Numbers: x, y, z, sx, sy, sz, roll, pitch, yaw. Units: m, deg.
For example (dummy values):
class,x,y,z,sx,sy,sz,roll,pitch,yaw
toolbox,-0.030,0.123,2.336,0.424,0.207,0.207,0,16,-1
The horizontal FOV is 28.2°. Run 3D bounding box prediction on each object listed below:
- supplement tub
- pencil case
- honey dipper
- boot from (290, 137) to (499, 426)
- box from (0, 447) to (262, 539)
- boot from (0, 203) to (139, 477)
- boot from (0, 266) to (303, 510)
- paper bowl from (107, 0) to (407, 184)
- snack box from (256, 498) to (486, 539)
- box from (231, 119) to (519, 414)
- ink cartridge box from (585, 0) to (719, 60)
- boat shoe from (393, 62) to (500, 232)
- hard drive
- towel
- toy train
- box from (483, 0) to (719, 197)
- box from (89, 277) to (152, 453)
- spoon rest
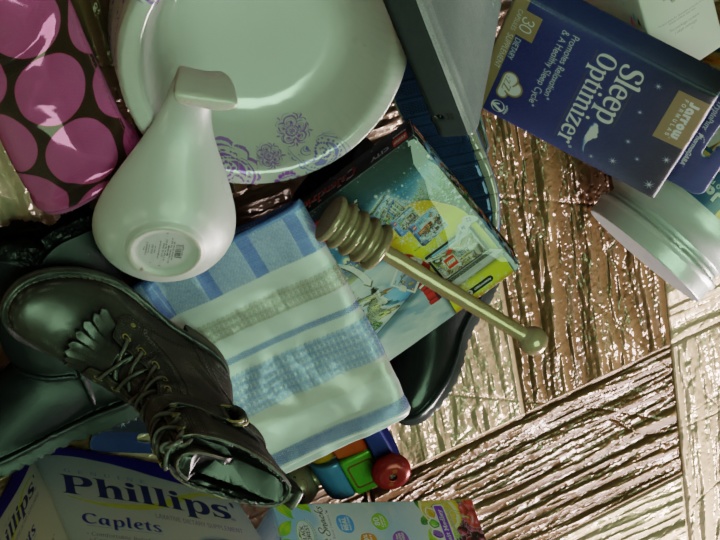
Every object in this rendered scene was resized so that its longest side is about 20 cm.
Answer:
class,x,y,z,sx,sy,sz,roll,pitch,yaw
supplement tub,0.308,-0.088,1.223,0.200,0.145,0.145,-50,126,3
pencil case,-0.216,-0.139,0.956,0.094,0.091,0.200,-26,127,-9
honey dipper,0.057,0.012,1.052,0.200,0.038,0.038,32,98,-18
boot,0.015,0.009,1.150,0.200,0.066,0.165,43,64,-40
box,-0.172,0.236,1.102,0.184,0.200,0.105,16,106,-33
boot,-0.255,0.053,1.044,0.200,0.076,0.168,-21,115,-4
boot,-0.138,0.079,0.953,0.200,0.174,0.069,25,103,-28
paper bowl,-0.074,-0.168,0.991,0.200,0.104,0.201,-9,125,-12
snack box,-0.011,0.274,1.256,0.200,0.068,0.169,4,137,-28
box,0.000,0.000,1.084,0.200,0.038,0.137,-36,111,12
ink cartridge box,0.198,-0.255,1.096,0.067,0.116,0.200,-32,125,-11
boat shoe,0.074,-0.094,1.120,0.072,0.072,0.201,-5,109,18
hard drive,0.048,-0.208,0.962,0.033,0.140,0.200,-2,142,22
towel,-0.064,0.060,1.073,0.147,0.024,0.200,-24,113,6
toy train,-0.045,0.115,1.190,0.115,0.085,0.200,-26,125,3
box,0.194,-0.132,1.100,0.032,0.200,0.121,-59,174,-39
box,-0.136,0.066,1.140,0.121,0.032,0.200,6,113,-30
spoon rest,-0.122,-0.063,0.960,0.099,0.061,0.200,8,139,-16
